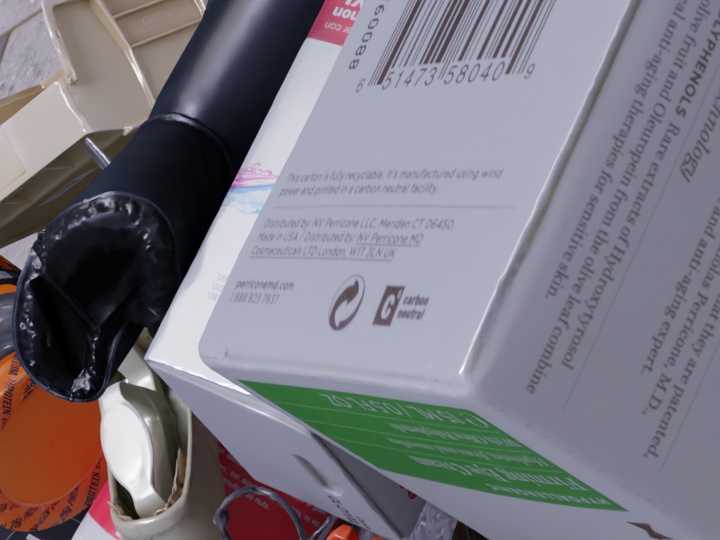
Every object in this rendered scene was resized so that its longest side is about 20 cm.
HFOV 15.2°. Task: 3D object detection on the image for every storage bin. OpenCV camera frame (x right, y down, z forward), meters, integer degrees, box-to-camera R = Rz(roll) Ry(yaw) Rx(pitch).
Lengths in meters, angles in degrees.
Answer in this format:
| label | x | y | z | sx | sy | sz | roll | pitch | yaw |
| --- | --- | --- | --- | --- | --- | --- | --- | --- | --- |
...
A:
| label | x | y | z | sx | sy | sz | roll | pitch | yaw |
| --- | --- | --- | --- | --- | --- | --- | --- | --- | --- |
| storage bin | -0.178 | -0.099 | 1.663 | 0.200 | 0.094 | 0.198 | -32 | -3 | 39 |

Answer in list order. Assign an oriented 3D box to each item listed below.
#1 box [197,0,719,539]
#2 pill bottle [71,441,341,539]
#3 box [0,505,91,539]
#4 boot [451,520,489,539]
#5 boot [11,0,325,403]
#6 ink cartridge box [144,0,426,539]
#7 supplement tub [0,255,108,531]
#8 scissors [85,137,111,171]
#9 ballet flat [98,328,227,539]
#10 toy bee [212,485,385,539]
| label | x | y | z | sx | sy | sz | roll | pitch | yaw |
| --- | --- | --- | --- | --- | --- | --- | --- | --- | --- |
| box | 0.085 | -0.010 | 0.978 | 0.199 | 0.171 | 0.201 | 2 | 64 | 60 |
| pill bottle | -0.050 | 0.086 | 1.351 | 0.201 | 0.112 | 0.112 | -58 | 28 | -1 |
| box | -0.211 | 0.107 | 1.580 | 0.149 | 0.124 | 0.200 | -57 | 26 | 2 |
| boot | 0.046 | 0.194 | 1.136 | 0.186 | 0.064 | 0.200 | -36 | 36 | 12 |
| boot | -0.065 | -0.050 | 1.135 | 0.201 | 0.076 | 0.168 | -56 | 3 | 25 |
| ink cartridge box | 0.008 | -0.009 | 1.131 | 0.082 | 0.146 | 0.201 | 19 | 73 | 25 |
| supplement tub | -0.211 | 0.048 | 1.401 | 0.200 | 0.122 | 0.123 | 32 | 90 | 44 |
| scissors | -0.062 | 0.017 | 1.254 | 0.014 | 0.201 | 0.073 | -34 | 6 | -19 |
| ballet flat | -0.100 | 0.056 | 1.282 | 0.069 | 0.069 | 0.201 | -40 | 43 | 30 |
| toy bee | -0.018 | 0.170 | 1.223 | 0.109 | 0.131 | 0.200 | -39 | -16 | -52 |
